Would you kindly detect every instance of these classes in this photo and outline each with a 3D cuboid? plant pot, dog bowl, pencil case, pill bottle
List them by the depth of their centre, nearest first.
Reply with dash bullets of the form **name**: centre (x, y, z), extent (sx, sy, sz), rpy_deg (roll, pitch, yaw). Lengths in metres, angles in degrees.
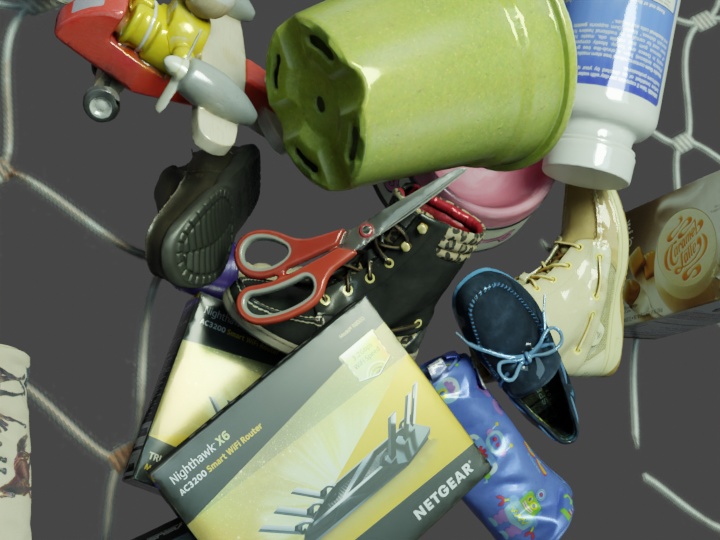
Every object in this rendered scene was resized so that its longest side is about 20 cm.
- **pencil case**: centre (-0.284, 0.151, 0.750), extent (0.088, 0.077, 0.204), rpy_deg (7, 74, -42)
- **plant pot**: centre (0.034, -0.151, 0.805), extent (0.182, 0.200, 0.203), rpy_deg (-22, 87, -32)
- **pencil case**: centre (0.111, 0.161, 0.922), extent (0.086, 0.078, 0.201), rpy_deg (-37, 96, 7)
- **pill bottle**: centre (0.224, -0.182, 0.949), extent (0.110, 0.112, 0.204), rpy_deg (15, 84, -20)
- **dog bowl**: centre (0.106, -0.123, 0.992), extent (0.197, 0.074, 0.204), rpy_deg (5, 76, -22)

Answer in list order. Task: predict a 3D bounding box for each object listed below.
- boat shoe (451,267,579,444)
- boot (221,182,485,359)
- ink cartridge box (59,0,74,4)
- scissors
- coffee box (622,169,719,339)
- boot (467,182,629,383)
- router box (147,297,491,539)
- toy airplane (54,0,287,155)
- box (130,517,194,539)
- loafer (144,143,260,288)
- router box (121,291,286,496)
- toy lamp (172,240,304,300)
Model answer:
- **boat shoe**: centre (0.150, 0.075, 0.900), extent (0.084, 0.069, 0.200), rpy_deg (-39, 127, 6)
- **boot**: centre (0.000, 0.000, 0.834), extent (0.198, 0.152, 0.074), rpy_deg (18, 27, -35)
- **ink cartridge box**: centre (-0.209, -0.354, 0.827), extent (0.043, 0.199, 0.200), rpy_deg (10, 50, -59)
- **scissors**: centre (-0.004, -0.017, 0.782), extent (0.197, 0.014, 0.074), rpy_deg (-17, 73, -2)
- **coffee box**: centre (0.309, -0.009, 0.984), extent (0.078, 0.200, 0.117), rpy_deg (5, 76, -23)
- **boot**: centre (0.172, 0.004, 0.984), extent (0.153, 0.073, 0.204), rpy_deg (-2, 94, -23)
- **router box**: centre (-0.028, 0.144, 0.749), extent (0.199, 0.052, 0.158), rpy_deg (-39, 92, -16)
- **toy airplane**: centre (-0.122, -0.181, 0.852), extent (0.199, 0.142, 0.198), rpy_deg (40, 39, 21)
- **box**: centre (-0.096, 0.259, 0.790), extent (0.197, 0.043, 0.163), rpy_deg (-22, 99, -16)
- **loafer**: centre (-0.135, -0.046, 0.836), extent (0.070, 0.201, 0.074), rpy_deg (6, 115, 9)
- **router box**: centre (-0.076, 0.131, 0.862), extent (0.197, 0.052, 0.160), rpy_deg (24, 69, -17)
- **toy lamp**: centre (-0.064, 0.005, 0.896), extent (0.197, 0.058, 0.059), rpy_deg (4, 76, -25)
